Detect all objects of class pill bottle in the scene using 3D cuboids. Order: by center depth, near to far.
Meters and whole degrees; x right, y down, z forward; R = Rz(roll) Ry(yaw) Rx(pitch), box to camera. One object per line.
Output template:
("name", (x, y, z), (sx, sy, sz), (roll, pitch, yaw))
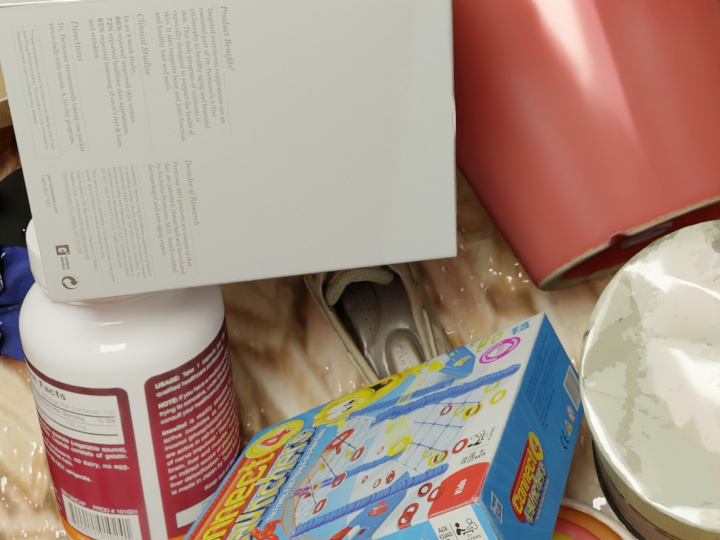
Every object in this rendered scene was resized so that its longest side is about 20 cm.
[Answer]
("pill bottle", (-0.127, 0.059, 0.789), (0.112, 0.201, 0.113), (-2, 33, 1))

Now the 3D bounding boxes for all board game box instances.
("board game box", (0.006, 0.118, 0.714), (0.195, 0.200, 0.056), (-24, 103, 23))

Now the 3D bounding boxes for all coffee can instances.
("coffee can", (0.189, 0.074, 0.728), (0.145, 0.200, 0.148), (-3, 74, 11))

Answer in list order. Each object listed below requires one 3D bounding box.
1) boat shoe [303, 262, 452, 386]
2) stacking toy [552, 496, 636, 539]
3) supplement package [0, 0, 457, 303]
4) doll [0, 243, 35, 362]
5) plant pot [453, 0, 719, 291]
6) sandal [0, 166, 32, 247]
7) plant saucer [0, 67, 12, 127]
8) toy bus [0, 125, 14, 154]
("boat shoe", (0.000, 0.000, 0.852), (0.072, 0.065, 0.201), (-27, 76, 6))
("stacking toy", (0.084, 0.177, 0.719), (0.145, 0.200, 0.148), (-3, 73, 11))
("supplement package", (-0.062, -0.097, 0.696), (0.198, 0.153, 0.151), (-6, 33, -4))
("doll", (-0.237, 0.011, 0.892), (0.198, 0.048, 0.138), (9, 108, 19))
("plant pot", (0.132, -0.097, 0.804), (0.199, 0.200, 0.179), (-22, 80, 5))
("sandal", (-0.156, -0.032, 0.898), (0.198, 0.045, 0.076), (-3, 109, 9))
("plant saucer", (-0.209, -0.141, 0.848), (0.198, 0.036, 0.201), (-13, 42, 12))
("toy bus", (-0.258, -0.180, 0.959), (0.064, 0.078, 0.202), (5, 75, 13))
